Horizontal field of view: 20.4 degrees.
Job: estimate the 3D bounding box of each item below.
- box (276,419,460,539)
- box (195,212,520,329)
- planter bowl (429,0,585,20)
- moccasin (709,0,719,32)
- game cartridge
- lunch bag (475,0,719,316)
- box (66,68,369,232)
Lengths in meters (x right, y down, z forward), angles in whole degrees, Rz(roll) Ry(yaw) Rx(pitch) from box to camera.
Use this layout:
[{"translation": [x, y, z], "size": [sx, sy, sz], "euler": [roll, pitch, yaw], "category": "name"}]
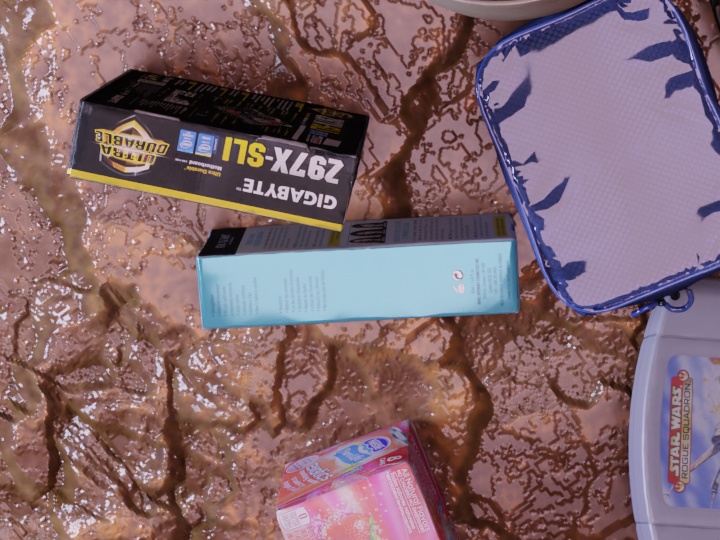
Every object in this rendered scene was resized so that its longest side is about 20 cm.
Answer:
[{"translation": [0.025, 0.213, 1.307], "size": [0.094, 0.103, 0.201], "euler": [-20, 100, 7], "category": "box"}, {"translation": [0.000, 0.000, 1.270], "size": [0.199, 0.082, 0.049], "euler": [-3, 103, 3], "category": "box"}, {"translation": [0.089, -0.234, 1.174], "size": [0.199, 0.135, 0.201], "euler": [-1, 81, 8], "category": "planter bowl"}, {"translation": [0.246, -0.212, 1.224], "size": [0.077, 0.074, 0.202], "euler": [-7, 93, 12], "category": "moccasin"}, {"translation": [0.237, 0.105, 1.270], "size": [0.133, 0.042, 0.201], "euler": [4, 83, -12], "category": "game cartridge"}, {"translation": [0.159, -0.066, 1.224], "size": [0.135, 0.132, 0.201], "euler": [-20, 92, 8], "category": "lunch bag"}, {"translation": [-0.079, -0.076, 1.197], "size": [0.159, 0.200, 0.050], "euler": [13, 101, -1], "category": "box"}]
